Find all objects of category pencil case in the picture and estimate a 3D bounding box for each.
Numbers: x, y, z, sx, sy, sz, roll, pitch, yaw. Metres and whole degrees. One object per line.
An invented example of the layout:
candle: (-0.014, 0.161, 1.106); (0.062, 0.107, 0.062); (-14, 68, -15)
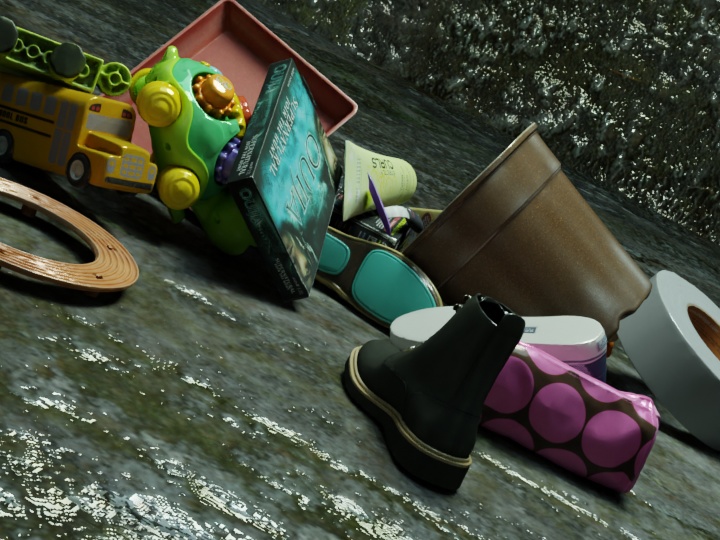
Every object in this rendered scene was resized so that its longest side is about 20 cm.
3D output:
pencil case: (0.156, 0.107, 1.309); (0.199, 0.094, 0.091); (26, 13, -6)

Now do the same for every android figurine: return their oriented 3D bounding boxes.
android figurine: (-0.298, -0.196, 1.409); (0.181, 0.041, 0.200); (20, -1, -12)

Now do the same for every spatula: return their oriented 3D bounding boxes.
spatula: (0.038, -0.056, 1.557); (0.057, 0.020, 0.200); (68, 14, 12)

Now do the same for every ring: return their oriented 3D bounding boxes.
ring: (-0.264, -0.030, 1.183); (0.199, 0.019, 0.201); (26, 14, -7)

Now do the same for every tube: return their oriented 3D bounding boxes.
tube: (0.012, -0.090, 1.581); (0.058, 0.052, 0.200); (52, 14, 8)

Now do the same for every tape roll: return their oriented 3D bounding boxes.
tape roll: (0.363, 0.097, 1.668); (0.200, 0.066, 0.201); (38, 25, -22)

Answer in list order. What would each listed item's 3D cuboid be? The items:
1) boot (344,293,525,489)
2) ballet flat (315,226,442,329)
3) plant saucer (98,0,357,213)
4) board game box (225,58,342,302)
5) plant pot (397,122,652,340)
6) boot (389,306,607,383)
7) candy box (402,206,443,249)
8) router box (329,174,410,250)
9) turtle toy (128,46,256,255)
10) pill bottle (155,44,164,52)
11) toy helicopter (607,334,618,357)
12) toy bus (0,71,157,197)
boot: (0.063, 0.063, 1.194); (0.077, 0.139, 0.200); (19, 14, -27)
ballet flat: (0.000, 0.000, 1.488); (0.199, 0.069, 0.063); (32, 0, 18)
plant saucer: (-0.138, -0.153, 1.557); (0.199, 0.200, 0.037); (41, -19, 19)
board game box: (-0.065, -0.085, 1.418); (0.201, 0.028, 0.136); (-77, 149, -51)
plant pot: (0.165, -0.003, 1.518); (0.198, 0.200, 0.200); (47, 14, 1)
boot: (0.123, 0.090, 1.391); (0.199, 0.091, 0.073); (4, 29, 23)
candy box: (0.132, -0.031, 1.726); (0.115, 0.056, 0.200); (11, 0, -31)
router box: (-0.026, -0.054, 1.644); (0.149, 0.062, 0.200); (27, 13, 4)
turtle toy: (-0.144, -0.108, 1.414); (0.100, 0.201, 0.146); (-15, 17, -8)
pill bottle: (-0.153, -0.188, 1.800); (0.199, 0.113, 0.113); (22, 14, -22)
toy helicopter: (0.193, 0.041, 1.733); (0.199, 0.079, 0.132); (20, 17, 21)
toy bus: (-0.262, -0.121, 1.360); (0.199, 0.079, 0.065); (18, 5, 38)
